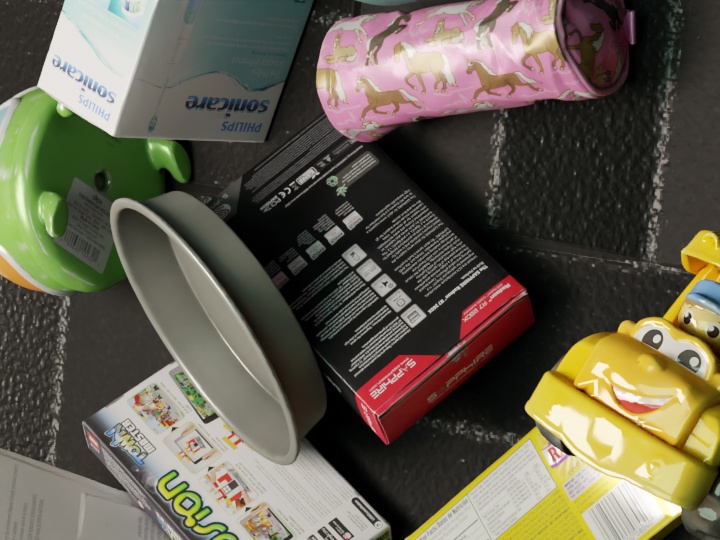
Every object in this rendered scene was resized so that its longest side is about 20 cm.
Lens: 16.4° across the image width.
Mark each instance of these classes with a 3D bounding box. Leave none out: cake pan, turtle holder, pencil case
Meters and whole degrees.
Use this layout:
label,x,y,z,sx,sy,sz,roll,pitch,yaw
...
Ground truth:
label,x,y,z,sx,sy,sz,roll,pitch,yaw
cake pan,-0.088,0.031,1.582,0.200,0.037,0.200,48,161,23
turtle holder,-0.212,-0.075,1.729,0.131,0.141,0.186,-6,88,41
pencil case,0.069,-0.130,1.522,0.199,0.087,0.083,-8,128,39

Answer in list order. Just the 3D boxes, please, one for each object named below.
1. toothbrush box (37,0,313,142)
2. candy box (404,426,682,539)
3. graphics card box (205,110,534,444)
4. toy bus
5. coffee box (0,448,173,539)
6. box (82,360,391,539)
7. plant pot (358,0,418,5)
label,x,y,z,sx,sy,sz,roll,pitch,yaw
toothbrush box,-0.106,-0.190,1.634,0.085,0.146,0.201,32,112,36
candy box,0.117,0.154,1.530,0.200,0.026,0.102,-44,62,31
graphics card box,0.000,0.000,1.570,0.125,0.051,0.200,-40,61,-10
toy bus,0.210,0.042,1.338,0.136,0.200,0.192,34,102,36
coffee box,-0.203,0.271,1.633,0.200,0.199,0.198,-92,25,-60
box,-0.082,0.142,1.647,0.200,0.110,0.035,45,157,31
plant pot,0.026,-0.258,1.499,0.201,0.200,0.161,58,135,23
